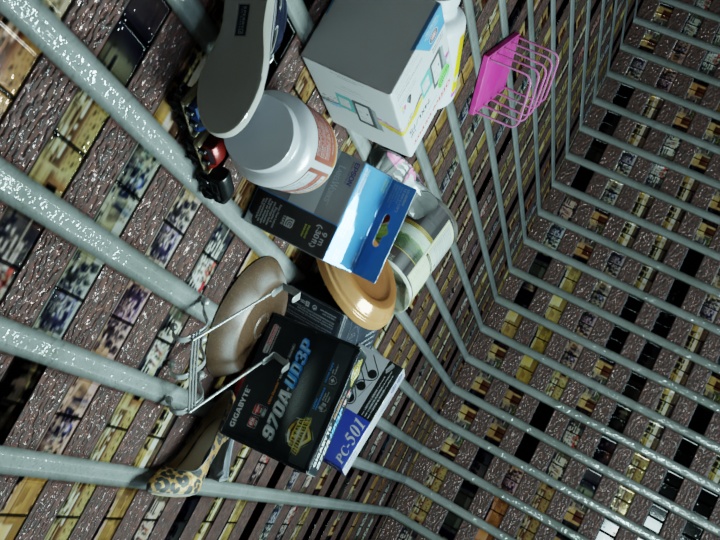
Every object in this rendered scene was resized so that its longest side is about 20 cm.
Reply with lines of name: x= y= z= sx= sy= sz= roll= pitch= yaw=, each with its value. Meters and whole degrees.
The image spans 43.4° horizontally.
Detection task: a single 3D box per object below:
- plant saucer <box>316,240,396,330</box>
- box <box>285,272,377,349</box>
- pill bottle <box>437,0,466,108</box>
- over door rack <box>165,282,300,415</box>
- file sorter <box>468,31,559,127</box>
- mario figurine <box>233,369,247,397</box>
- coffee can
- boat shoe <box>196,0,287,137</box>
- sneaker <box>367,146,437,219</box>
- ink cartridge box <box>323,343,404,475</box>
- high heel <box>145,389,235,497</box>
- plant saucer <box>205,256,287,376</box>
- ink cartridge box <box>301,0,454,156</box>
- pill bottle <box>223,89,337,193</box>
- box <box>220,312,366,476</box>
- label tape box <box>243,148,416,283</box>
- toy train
plant saucer: x=0.000 y=0.000 z=1.519 sx=0.037 sy=0.203 sz=0.200 roll=-29 pitch=179 yaw=27
box: x=-0.060 y=0.118 z=1.591 sx=0.199 sy=0.122 sz=0.200 roll=-23 pitch=135 yaw=-63
pill bottle: x=0.116 y=-0.371 z=1.477 sx=0.105 sy=0.103 sz=0.202 roll=-50 pitch=158 yaw=-37
over door rack: x=-0.186 y=0.104 z=1.274 sx=0.198 sy=0.066 sz=0.150 roll=-21 pitch=137 yaw=-36
file sorter: x=0.352 y=-0.427 z=2.044 sx=0.200 sy=0.124 sz=0.141 roll=-43 pitch=153 yaw=-49
mario figurine: x=-0.112 y=0.181 z=1.462 sx=0.124 sy=0.197 sz=0.107 roll=-79 pitch=145 yaw=-68
coffee can: x=0.082 y=-0.037 z=1.754 sx=0.201 sy=0.144 sz=0.148 roll=-51 pitch=158 yaw=-35
boat shoe: x=-0.120 y=-0.232 z=0.988 sx=0.093 sy=0.073 sz=0.204 roll=45 pitch=57 yaw=-75
sneaker: x=0.063 y=-0.169 z=1.659 sx=0.080 sy=0.087 sz=0.200 roll=-37 pitch=143 yaw=6
ink cartridge box: x=-0.013 y=0.234 z=1.537 sx=0.202 sy=0.093 sz=0.044 roll=-57 pitch=161 yaw=-19
high heel: x=-0.251 y=0.256 z=1.356 sx=0.199 sy=0.070 sz=0.146 roll=1 pitch=98 yaw=-64
plant saucer: x=-0.164 y=0.078 z=1.386 sx=0.201 sy=0.036 sz=0.202 roll=-53 pitch=159 yaw=-30
ink cartridge box: x=0.031 y=-0.287 z=1.275 sx=0.149 sy=0.144 sz=0.200 roll=-61 pitch=162 yaw=-9
pill bottle: x=-0.097 y=-0.155 z=1.093 sx=0.114 sy=0.111 sz=0.200 roll=-66 pitch=172 yaw=5
box: x=-0.099 y=0.186 z=1.367 sx=0.203 sy=0.156 sz=0.046 roll=-65 pitch=159 yaw=-13
label tape box: x=-0.042 y=-0.091 z=1.238 sx=0.145 sy=0.197 sz=0.066 roll=-64 pitch=160 yaw=2
toy train: x=-0.177 y=-0.140 z=1.037 sx=0.034 sy=0.045 sz=0.201 roll=-55 pitch=160 yaw=-24
